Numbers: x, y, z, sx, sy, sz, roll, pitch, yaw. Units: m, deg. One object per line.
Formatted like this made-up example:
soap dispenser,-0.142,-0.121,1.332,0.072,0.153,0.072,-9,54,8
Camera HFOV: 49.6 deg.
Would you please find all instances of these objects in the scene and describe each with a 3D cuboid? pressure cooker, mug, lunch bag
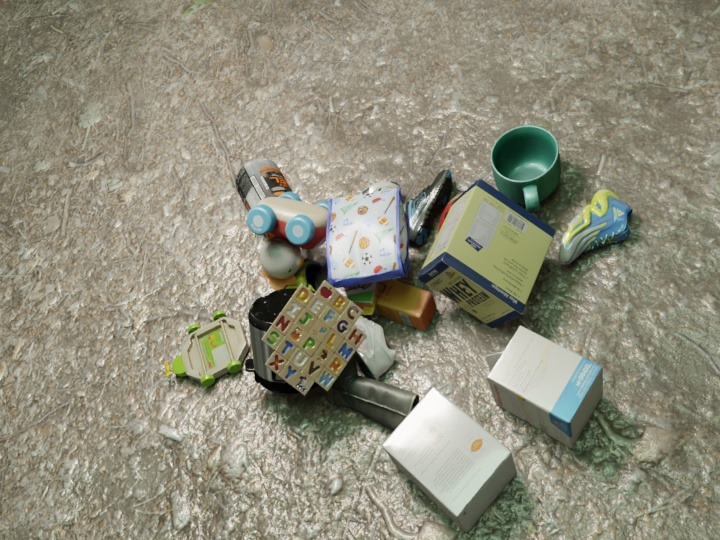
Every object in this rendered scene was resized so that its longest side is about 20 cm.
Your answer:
pressure cooker,-0.140,0.160,1.623,0.173,0.205,0.177,16,30,35
mug,0.362,-0.212,1.726,0.150,0.115,0.187,21,68,28
lunch bag,0.017,-0.054,1.633,0.166,0.125,0.203,-10,48,14

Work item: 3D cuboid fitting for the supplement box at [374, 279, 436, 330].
supplement box,0.062,0.061,1.690,0.196,0.069,0.067,20,66,26

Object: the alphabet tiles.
alphabet tiles,-0.089,0.130,1.516,0.165,0.006,0.202,37,81,-6

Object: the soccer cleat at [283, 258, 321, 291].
soccer cleat,-0.143,0.062,1.762,0.082,0.065,0.204,7,61,20

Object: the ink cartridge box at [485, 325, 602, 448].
ink cartridge box,0.336,0.210,1.461,0.198,0.129,0.126,28,70,31

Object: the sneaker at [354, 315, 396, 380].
sneaker,-0.001,0.129,1.637,0.080,0.070,0.202,-35,89,-17

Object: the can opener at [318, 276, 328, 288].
can opener,-0.059,0.050,1.747,0.065,0.054,0.204,10,64,25

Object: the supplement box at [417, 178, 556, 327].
supplement box,0.255,-0.032,1.584,0.198,0.134,0.202,32,68,-7

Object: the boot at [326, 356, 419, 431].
boot,0.024,0.226,1.551,0.197,0.186,0.072,18,34,36

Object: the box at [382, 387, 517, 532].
box,0.166,0.349,1.447,0.152,0.107,0.199,-44,55,-12

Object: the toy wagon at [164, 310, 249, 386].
toy wagon,-0.352,0.187,1.771,0.197,0.040,0.157,-27,54,2

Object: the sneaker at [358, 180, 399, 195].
sneaker,0.022,-0.117,1.814,0.195,0.080,0.132,-22,67,-12

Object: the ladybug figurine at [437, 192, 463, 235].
ladybug figurine,0.233,-0.093,1.722,0.132,0.072,0.204,-4,58,16

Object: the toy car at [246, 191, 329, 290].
toy car,-0.155,-0.049,1.722,0.173,0.205,0.184,14,20,14

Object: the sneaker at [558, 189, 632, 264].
sneaker,0.497,-0.081,1.621,0.104,0.076,0.201,28,70,30

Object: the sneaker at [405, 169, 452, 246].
sneaker,0.145,-0.156,1.792,0.081,0.074,0.202,20,67,29

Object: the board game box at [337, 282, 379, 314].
board game box,0.000,0.000,1.696,0.093,0.030,0.204,1,63,21

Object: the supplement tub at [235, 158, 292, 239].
supplement tub,-0.220,-0.168,1.896,0.121,0.123,0.202,-30,55,-2
